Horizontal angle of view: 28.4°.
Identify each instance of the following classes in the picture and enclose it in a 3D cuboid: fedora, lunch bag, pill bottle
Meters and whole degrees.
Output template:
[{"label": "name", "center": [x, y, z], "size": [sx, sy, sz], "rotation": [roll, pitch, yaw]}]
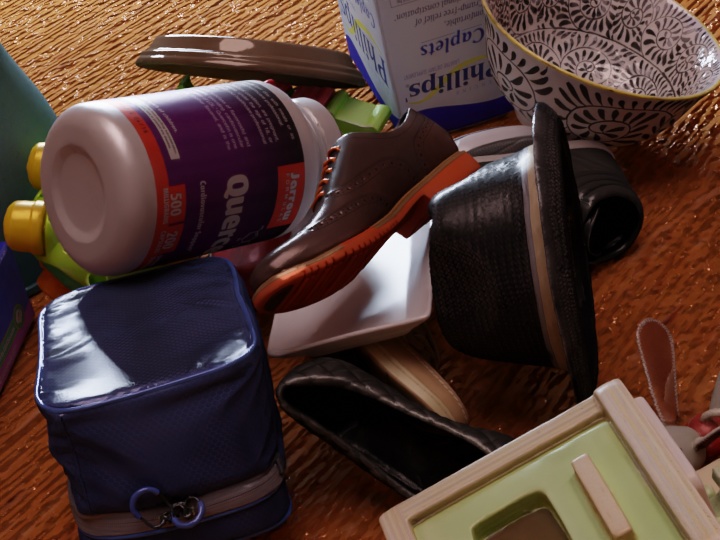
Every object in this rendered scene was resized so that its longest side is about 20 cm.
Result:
[{"label": "fedora", "center": [0.091, -0.002, 0.876], "size": [0.091, 0.202, 0.201], "rotation": [-8, 36, 12]}, {"label": "lunch bag", "center": [-0.116, 0.094, 0.865], "size": [0.135, 0.133, 0.200], "rotation": [-14, 24, -4]}, {"label": "pill bottle", "center": [-0.108, -0.068, 0.966], "size": [0.199, 0.113, 0.112], "rotation": [-15, 29, -42]}]

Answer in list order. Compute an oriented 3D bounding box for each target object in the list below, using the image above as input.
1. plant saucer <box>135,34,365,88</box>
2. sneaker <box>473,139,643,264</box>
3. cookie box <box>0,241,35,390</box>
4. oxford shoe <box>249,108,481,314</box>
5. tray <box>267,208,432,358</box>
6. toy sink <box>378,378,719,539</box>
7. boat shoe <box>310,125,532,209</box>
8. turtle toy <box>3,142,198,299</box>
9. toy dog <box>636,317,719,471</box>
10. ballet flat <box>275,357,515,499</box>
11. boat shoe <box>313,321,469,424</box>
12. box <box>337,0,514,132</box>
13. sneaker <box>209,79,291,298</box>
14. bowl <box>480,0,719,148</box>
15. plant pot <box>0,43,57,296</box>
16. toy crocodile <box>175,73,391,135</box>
[{"label": "plant saucer", "center": [-0.093, -0.179, 1.226], "size": [0.198, 0.030, 0.200], "rotation": [5, 5, 0]}, {"label": "sneaker", "center": [0.112, -0.036, 1.022], "size": [0.199, 0.071, 0.099], "rotation": [-16, 31, -12]}, {"label": "cookie box", "center": [-0.360, 0.064, 1.033], "size": [0.198, 0.076, 0.172], "rotation": [-5, 36, 12]}, {"label": "oxford shoe", "center": [-0.009, -0.039, 0.895], "size": [0.073, 0.071, 0.200], "rotation": [49, 48, 6]}, {"label": "tray", "center": [0.000, 0.000, 0.946], "size": [0.107, 0.022, 0.200], "rotation": [-14, 27, 10]}, {"label": "toy sink", "center": [0.129, 0.144, 0.705], "size": [0.199, 0.112, 0.131], "rotation": [-28, 37, 2]}, {"label": "boat shoe", "center": [0.049, -0.069, 1.084], "size": [0.199, 0.074, 0.067], "rotation": [-22, 38, -11]}, {"label": "turtle toy", "center": [-0.185, -0.040, 1.092], "size": [0.144, 0.102, 0.201], "rotation": [5, 38, -1]}, {"label": "toy dog", "center": [0.230, 0.056, 0.840], "size": [0.131, 0.097, 0.200], "rotation": [14, 43, 32]}, {"label": "ballet flat", "center": [0.037, 0.113, 0.826], "size": [0.199, 0.067, 0.057], "rotation": [25, 17, 20]}, {"label": "boat shoe", "center": [0.018, 0.050, 0.937], "size": [0.064, 0.072, 0.200], "rotation": [-28, 37, -18]}, {"label": "box", "center": [0.042, -0.244, 1.214], "size": [0.104, 0.201, 0.184], "rotation": [-19, 36, -5]}, {"label": "sneaker", "center": [-0.091, -0.074, 1.100], "size": [0.078, 0.116, 0.201], "rotation": [-12, 36, 1]}, {"label": "bowl", "center": [0.175, -0.156, 1.122], "size": [0.199, 0.095, 0.201], "rotation": [12, 38, -10]}, {"label": "plant pot", "center": [-0.329, -0.097, 1.145], "size": [0.198, 0.189, 0.201], "rotation": [-9, 35, 6]}, {"label": "toy crocodile", "center": [-0.069, -0.135, 1.222], "size": [0.199, 0.062, 0.068], "rotation": [8, 41, 26]}]
